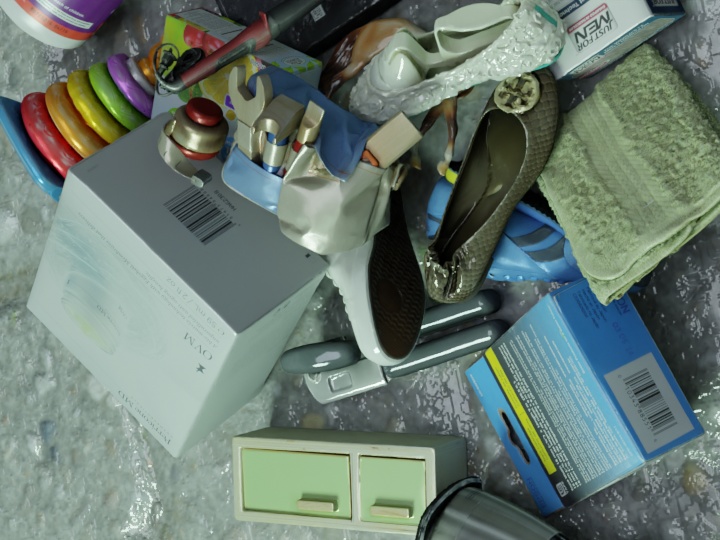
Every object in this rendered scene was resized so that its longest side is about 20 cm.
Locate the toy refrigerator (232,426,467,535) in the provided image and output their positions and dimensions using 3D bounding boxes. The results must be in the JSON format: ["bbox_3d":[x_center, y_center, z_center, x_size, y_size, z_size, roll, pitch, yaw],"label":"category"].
[{"bbox_3d":[-0.012,0.180,1.373,0.199,0.070,0.076,0,93,28],"label":"toy refrigerator"}]

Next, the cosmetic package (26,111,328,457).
[{"bbox_3d":[-0.163,0.015,1.363,0.199,0.123,0.200,43,141,12],"label":"cosmetic package"}]

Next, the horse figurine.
[{"bbox_3d":[0.041,-0.159,1.327,0.200,0.050,0.133,24,90,34],"label":"horse figurine"}]

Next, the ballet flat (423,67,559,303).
[{"bbox_3d":[0.097,-0.069,1.239,0.067,0.046,0.201,29,98,40],"label":"ballet flat"}]

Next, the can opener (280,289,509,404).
[{"bbox_3d":[0.029,0.067,1.350,0.199,0.066,0.053,-19,83,24],"label":"can opener"}]

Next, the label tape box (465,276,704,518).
[{"bbox_3d":[0.171,0.100,1.256,0.145,0.063,0.200,62,158,11],"label":"label tape box"}]

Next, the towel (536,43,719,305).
[{"bbox_3d":[0.203,-0.079,1.194,0.148,0.036,0.200,-41,36,18],"label":"towel"}]

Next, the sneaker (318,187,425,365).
[{"bbox_3d":[0.000,0.000,1.336,0.085,0.073,0.201,-31,49,34],"label":"sneaker"}]

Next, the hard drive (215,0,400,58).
[{"bbox_3d":[-0.038,-0.268,1.377,0.200,0.038,0.140,-31,78,28],"label":"hard drive"}]

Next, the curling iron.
[{"bbox_3d":[-0.087,-0.205,1.319,0.200,0.026,0.050,-31,60,-3],"label":"curling iron"}]

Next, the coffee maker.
[{"bbox_3d":[0.144,0.283,1.275,0.199,0.135,0.193,20,133,27],"label":"coffee maker"}]

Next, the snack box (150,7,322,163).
[{"bbox_3d":[-0.118,-0.110,1.396,0.142,0.053,0.201,29,121,28],"label":"snack box"}]

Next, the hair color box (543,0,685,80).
[{"bbox_3d":[0.160,-0.260,1.249,0.100,0.060,0.201,-32,77,37],"label":"hair color box"}]

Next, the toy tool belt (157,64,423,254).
[{"bbox_3d":[-0.053,-0.112,1.261,0.200,0.125,0.123,30,123,11],"label":"toy tool belt"}]

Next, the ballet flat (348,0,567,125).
[{"bbox_3d":[0.064,-0.172,1.244,0.199,0.072,0.072,-17,85,30],"label":"ballet flat"}]

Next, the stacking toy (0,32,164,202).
[{"bbox_3d":[-0.223,-0.158,1.463,0.200,0.116,0.110,-36,76,12],"label":"stacking toy"}]

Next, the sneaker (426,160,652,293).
[{"bbox_3d":[0.140,-0.017,1.281,0.200,0.066,0.079,28,109,27],"label":"sneaker"}]

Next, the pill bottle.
[{"bbox_3d":[-0.238,-0.303,1.443,0.200,0.112,0.113,-42,74,24],"label":"pill bottle"}]
